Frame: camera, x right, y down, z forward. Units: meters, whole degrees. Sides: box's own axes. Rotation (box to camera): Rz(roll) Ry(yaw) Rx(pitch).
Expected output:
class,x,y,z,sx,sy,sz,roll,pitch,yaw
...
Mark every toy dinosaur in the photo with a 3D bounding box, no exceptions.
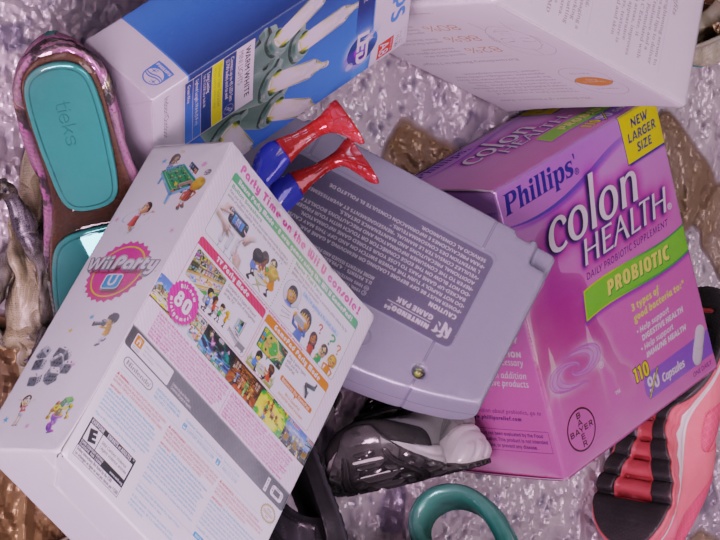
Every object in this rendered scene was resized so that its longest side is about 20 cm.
class,x,y,z,sx,sy,sz,roll,pitch,yaw
toy dinosaur,-0.186,-0.008,1.413,0.088,0.047,0.201,15,78,-60

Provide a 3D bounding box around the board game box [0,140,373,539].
class,x,y,z,sx,sy,sz,roll,pitch,yaw
board game box,-0.089,0.056,1.346,0.148,0.064,0.200,52,52,-35

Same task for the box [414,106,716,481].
class,x,y,z,sx,sy,sz,roll,pitch,yaw
box,0.128,0.008,1.703,0.176,0.096,0.201,-30,112,-42

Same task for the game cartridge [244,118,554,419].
class,x,y,z,sx,sy,sz,roll,pitch,yaw
game cartridge,0.000,0.000,1.535,0.200,0.041,0.133,29,60,2

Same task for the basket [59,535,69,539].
class,x,y,z,sx,sy,sz,roll,pitch,yaw
basket,-0.097,0.260,1.451,0.200,0.136,0.181,37,39,-46

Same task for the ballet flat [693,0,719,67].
class,x,y,z,sx,sy,sz,roll,pitch,yaw
ballet flat,0.207,-0.172,1.782,0.067,0.062,0.200,47,26,14

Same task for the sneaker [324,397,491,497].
class,x,y,z,sx,sy,sz,roll,pitch,yaw
sneaker,0.022,0.093,1.590,0.200,0.074,0.080,-2,79,-73

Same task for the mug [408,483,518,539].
class,x,y,z,sx,sy,sz,roll,pitch,yaw
mug,0.055,0.231,1.586,0.152,0.114,0.186,-8,101,-67

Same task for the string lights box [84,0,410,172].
class,x,y,z,sx,sy,sz,roll,pitch,yaw
string lights box,-0.060,-0.128,1.453,0.200,0.059,0.103,-37,153,-27

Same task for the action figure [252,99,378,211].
class,x,y,z,sx,sy,sz,roll,pitch,yaw
action figure,-0.083,-0.019,1.471,0.200,0.052,0.065,-31,151,-6

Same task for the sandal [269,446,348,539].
class,x,y,z,sx,sy,sz,roll,pitch,yaw
sandal,-0.034,0.165,1.519,0.048,0.075,0.201,-10,63,-13

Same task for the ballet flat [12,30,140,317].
class,x,y,z,sx,sy,sz,roll,pitch,yaw
ballet flat,-0.141,-0.035,1.399,0.071,0.069,0.201,-89,168,-68

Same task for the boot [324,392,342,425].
class,x,y,z,sx,sy,sz,roll,pitch,yaw
boot,-0.094,0.083,1.432,0.139,0.077,0.200,-55,151,-8

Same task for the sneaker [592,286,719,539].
class,x,y,z,sx,sy,sz,roll,pitch,yaw
sneaker,0.219,0.110,1.835,0.087,0.074,0.201,38,67,-55

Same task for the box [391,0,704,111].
class,x,y,z,sx,sy,sz,roll,pitch,yaw
box,0.097,-0.180,1.626,0.200,0.152,0.107,22,75,-45
